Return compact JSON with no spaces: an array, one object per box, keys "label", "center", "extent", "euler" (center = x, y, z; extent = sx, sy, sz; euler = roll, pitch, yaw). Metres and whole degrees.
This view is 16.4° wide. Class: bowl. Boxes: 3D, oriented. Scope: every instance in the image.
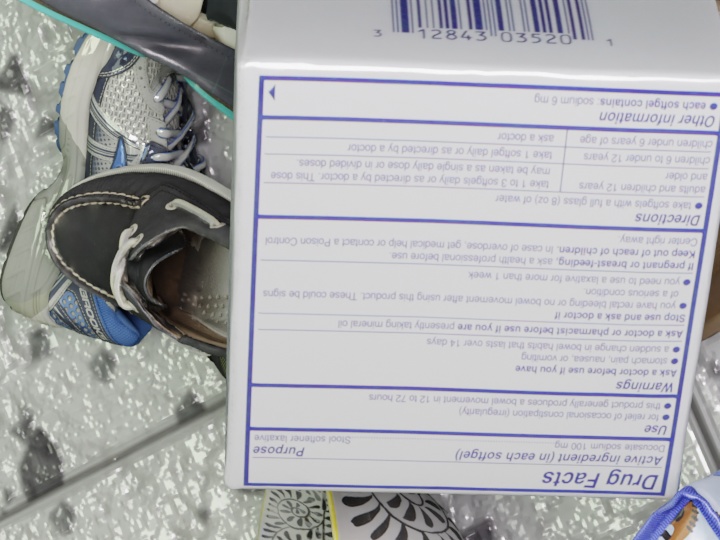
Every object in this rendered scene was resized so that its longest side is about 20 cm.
[{"label":"bowl","center":[0.013,0.172,1.130],"extent":[0.094,0.201,0.201],"euler":[1,90,-13]}]

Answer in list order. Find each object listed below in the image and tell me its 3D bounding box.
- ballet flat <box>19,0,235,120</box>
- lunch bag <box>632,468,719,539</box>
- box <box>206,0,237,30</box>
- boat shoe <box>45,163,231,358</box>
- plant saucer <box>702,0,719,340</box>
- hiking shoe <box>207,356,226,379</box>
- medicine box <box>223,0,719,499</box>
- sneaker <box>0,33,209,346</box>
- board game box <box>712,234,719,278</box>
[{"label":"ballet flat","center":[-0.075,-0.116,1.138],"extent":[0.073,0.200,0.073],"euler":[-43,30,32]},{"label":"lunch bag","center":[0.141,0.179,1.026],"extent":[0.124,0.170,0.200],"euler":[46,114,18]},{"label":"box","center":[0.017,-0.198,1.080],"extent":[0.079,0.141,0.201],"euler":[-142,56,-73]},{"label":"boat shoe","center":[-0.077,0.002,1.136],"extent":[0.200,0.060,0.074],"euler":[20,115,33]},{"label":"plant saucer","center":[0.088,-0.051,1.044],"extent":[0.199,0.029,0.201],"euler":[10,123,16]},{"label":"hiking shoe","center":[0.000,0.000,1.164],"extent":[0.200,0.076,0.101],"euler":[-34,85,39]},{"label":"medicine box","center":[0.040,-0.017,0.972],"extent":[0.182,0.103,0.200],"euler":[2,124,-3]},{"label":"sneaker","center":[-0.104,-0.051,1.225],"extent":[0.085,0.077,0.200],"euler":[28,116,17]},{"label":"board game box","center":[0.207,-0.054,1.046],"extent":[0.200,0.029,0.135],"euler":[12,102,31]}]
